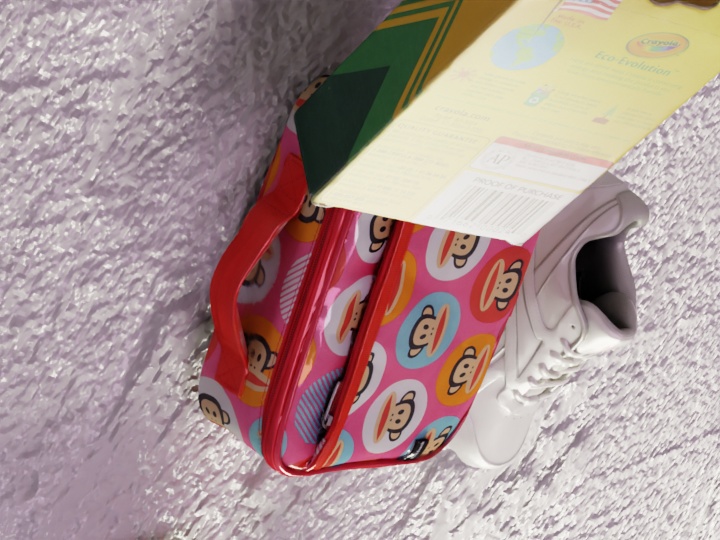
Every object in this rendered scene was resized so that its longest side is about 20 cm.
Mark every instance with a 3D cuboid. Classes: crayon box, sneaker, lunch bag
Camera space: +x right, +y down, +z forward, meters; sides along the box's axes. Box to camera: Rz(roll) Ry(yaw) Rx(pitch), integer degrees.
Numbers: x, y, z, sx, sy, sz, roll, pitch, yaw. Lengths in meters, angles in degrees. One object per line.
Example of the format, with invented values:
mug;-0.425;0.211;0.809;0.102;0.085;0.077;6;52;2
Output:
crayon box;0.077;-0.091;1.054;0.126;0.051;0.200;11;144;-35
sneaker;0.100;0.032;1.332;0.078;0.099;0.201;-15;128;-44
lunch bag;0.000;0.000;1.207;0.175;0.082;0.201;-1;116;-46
